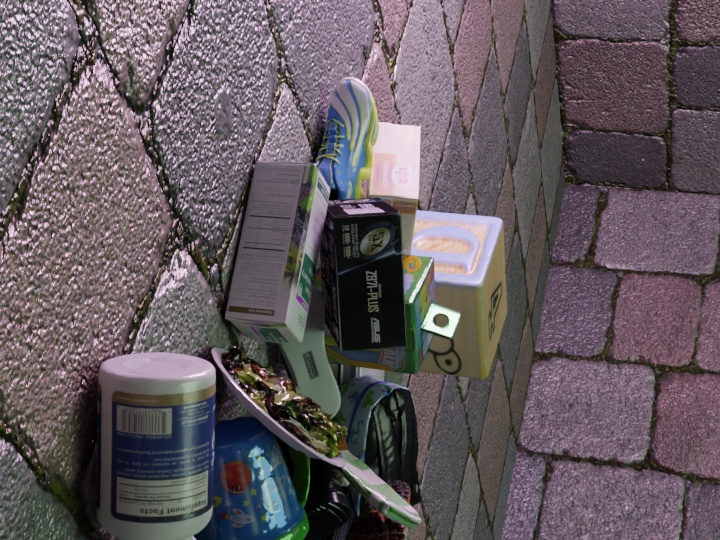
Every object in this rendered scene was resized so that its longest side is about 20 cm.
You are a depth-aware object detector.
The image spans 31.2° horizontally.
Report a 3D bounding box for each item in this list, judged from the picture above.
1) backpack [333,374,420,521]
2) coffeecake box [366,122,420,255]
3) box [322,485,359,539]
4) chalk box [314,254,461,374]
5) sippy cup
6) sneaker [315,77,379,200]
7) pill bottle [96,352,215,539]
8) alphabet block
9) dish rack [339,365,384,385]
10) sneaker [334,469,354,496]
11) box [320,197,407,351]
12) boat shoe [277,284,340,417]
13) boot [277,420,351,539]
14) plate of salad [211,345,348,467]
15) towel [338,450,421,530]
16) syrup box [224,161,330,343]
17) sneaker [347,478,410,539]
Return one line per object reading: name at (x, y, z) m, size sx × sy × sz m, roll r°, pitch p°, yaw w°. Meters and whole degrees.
backpack at (0.016, 0.257, 1.910) m, size 0.162 × 0.153 × 0.202 m, roll -18°, pitch 127°, yaw -41°
coffeecake box at (0.043, -0.089, 1.894) m, size 0.201 × 0.072 × 0.155 m, roll 96°, pitch -1°, yaw -47°
box at (-0.063, 0.400, 1.738) m, size 0.201 × 0.103 × 0.149 m, roll 76°, pitch 24°, yaw -48°
chalk box at (0.040, 0.057, 1.816) m, size 0.125 × 0.197 × 0.125 m, roll -62°, pitch 152°, yaw -54°
sippy cup at (-0.133, 0.237, 1.422) m, size 0.178 × 0.138 × 0.132 m, roll -64°, pitch 145°, yaw -76°
sneaker at (-0.024, -0.158, 1.754) m, size 0.105 × 0.075 × 0.203 m, roll -39°, pitch 133°, yaw -67°
pill bottle at (-0.192, 0.186, 1.210) m, size 0.111 × 0.110 × 0.203 m, roll -26°, pitch 120°, yaw -71°
alphabet block at (0.137, 0.038, 2.170) m, size 0.197 × 0.193 × 0.202 m, roll -63°, pitch 154°, yaw -48°
dish rack at (0.010, 0.170, 2.031) m, size 0.172 × 0.043 × 0.203 m, roll -31°, pitch 125°, yaw -71°
sneaker at (-0.058, 0.267, 1.761) m, size 0.201 × 0.080 × 0.076 m, roll 66°, pitch 35°, yaw -57°
box at (0.000, 0.000, 1.624) m, size 0.200 × 0.085 × 0.166 m, roll -134°, pitch -139°, yaw -79°
boat shoe at (-0.079, 0.097, 1.671) m, size 0.064 × 0.070 × 0.203 m, roll -160°, pitch -123°, yaw -68°
boot at (-0.101, 0.268, 1.563) m, size 0.073 × 0.197 × 0.163 m, roll 47°, pitch 15°, yaw -39°
plate of salad at (-0.086, 0.146, 1.451) m, size 0.048 × 0.200 × 0.200 m, roll -48°, pitch 163°, yaw 3°
towel at (-0.010, 0.255, 1.685) m, size 0.023 × 0.200 × 0.153 m, roll -47°, pitch 153°, yaw 0°
syrup box at (-0.096, -0.022, 1.533) m, size 0.079 × 0.080 × 0.202 m, roll 56°, pitch 41°, yaw -66°
sneaker at (0.031, 0.369, 1.736) m, size 0.200 × 0.077 × 0.083 m, roll -60°, pitch 151°, yaw -60°
